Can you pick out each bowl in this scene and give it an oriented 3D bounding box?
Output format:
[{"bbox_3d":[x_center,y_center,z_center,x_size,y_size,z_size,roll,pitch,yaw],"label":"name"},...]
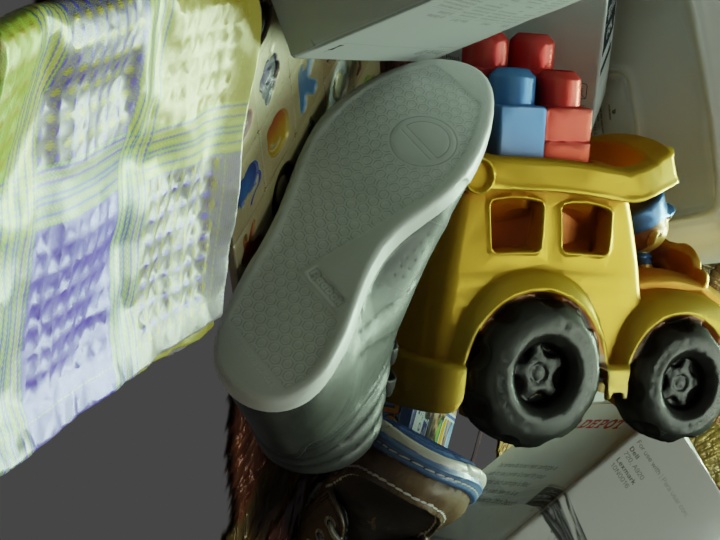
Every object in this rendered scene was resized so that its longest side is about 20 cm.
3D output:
[{"bbox_3d":[0.149,-0.095,0.955,0.074,0.198,0.202,-20,104,-53],"label":"bowl"}]

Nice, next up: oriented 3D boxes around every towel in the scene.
[{"bbox_3d":[-0.079,-0.020,0.541,0.200,0.023,0.145,-34,137,-69],"label":"towel"}]

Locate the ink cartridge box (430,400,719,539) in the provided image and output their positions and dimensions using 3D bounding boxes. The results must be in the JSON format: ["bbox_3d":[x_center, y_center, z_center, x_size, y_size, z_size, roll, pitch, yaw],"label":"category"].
[{"bbox_3d":[0.088,0.163,0.945,0.199,0.085,0.146,-36,-174,-16],"label":"ink cartridge box"}]

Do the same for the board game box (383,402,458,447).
[{"bbox_3d":[0.042,0.036,1.016,0.135,0.034,0.202,44,60,-74],"label":"board game box"}]

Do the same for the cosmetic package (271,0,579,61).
[{"bbox_3d":[0.061,-0.132,0.685,0.052,0.150,0.200,68,17,0],"label":"cosmetic package"}]

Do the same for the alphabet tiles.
[{"bbox_3d":[-0.024,-0.070,0.733,0.201,0.006,0.167,86,23,-50],"label":"alphabet tiles"}]

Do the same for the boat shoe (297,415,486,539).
[{"bbox_3d":[0.009,0.120,0.833,0.073,0.072,0.200,-62,179,-14],"label":"boat shoe"}]

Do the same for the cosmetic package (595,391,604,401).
[{"bbox_3d":[0.255,0.193,1.931,0.200,0.050,0.083,56,49,-71],"label":"cosmetic package"}]

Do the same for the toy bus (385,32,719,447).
[{"bbox_3d":[0.097,-0.019,0.859,0.135,0.198,0.194,16,-78,62],"label":"toy bus"}]

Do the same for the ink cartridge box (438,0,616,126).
[{"bbox_3d":[0.081,-0.164,0.852,0.201,0.098,0.039,90,20,-46],"label":"ink cartridge box"}]

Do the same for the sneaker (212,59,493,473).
[{"bbox_3d":[0.000,0.000,0.750,0.201,0.070,0.100,-59,161,-30],"label":"sneaker"}]
